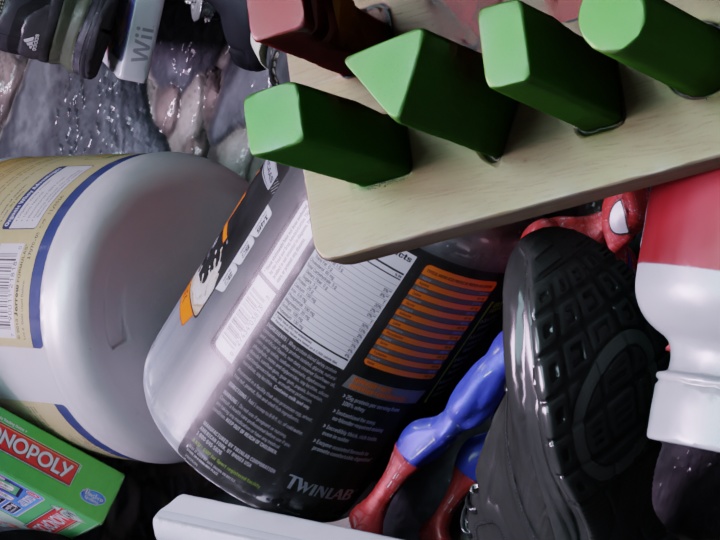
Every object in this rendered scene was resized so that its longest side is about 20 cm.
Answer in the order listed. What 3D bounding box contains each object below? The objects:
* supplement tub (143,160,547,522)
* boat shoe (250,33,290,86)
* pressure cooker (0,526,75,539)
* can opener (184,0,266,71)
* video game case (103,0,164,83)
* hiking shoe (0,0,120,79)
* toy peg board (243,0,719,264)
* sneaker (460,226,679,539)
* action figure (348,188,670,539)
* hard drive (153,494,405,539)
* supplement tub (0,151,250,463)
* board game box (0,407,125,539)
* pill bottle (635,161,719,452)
[{"bbox_3d":[0.000,0.000,1.288,0.201,0.122,0.123,-57,43,25],"label":"supplement tub"},{"bbox_3d":[0.022,-0.136,1.336,0.199,0.074,0.066,-44,54,33],"label":"boat shoe"},{"bbox_3d":[-0.208,0.211,1.461,0.199,0.178,0.177,0,65,52],"label":"pressure cooker"},{"bbox_3d":[-0.056,-0.188,1.472,0.064,0.078,0.201,88,172,-59],"label":"can opener"},{"bbox_3d":[-0.107,-0.206,1.508,0.143,0.018,0.201,-136,57,-70],"label":"video game case"},{"bbox_3d":[-0.173,-0.182,1.508,0.201,0.100,0.076,-100,26,-49],"label":"hiking shoe"},{"bbox_3d":[0.041,-0.126,1.056,0.199,0.098,0.201,-14,77,26],"label":"toy peg board"},{"bbox_3d":[0.074,0.080,1.151,0.090,0.076,0.201,9,114,45],"label":"sneaker"},{"bbox_3d":[0.075,0.058,1.226,0.201,0.065,0.099,-61,34,23],"label":"action figure"},{"bbox_3d":[0.000,0.165,1.261,0.199,0.027,0.133,6,126,52],"label":"hard drive"},{"bbox_3d":[-0.138,0.016,1.440,0.199,0.144,0.146,2,82,52],"label":"supplement tub"},{"bbox_3d":[-0.201,0.095,1.459,0.029,0.134,0.200,-65,12,-19],"label":"board game box"},{"bbox_3d":[0.163,-0.029,1.095,0.112,0.112,0.202,7,86,52],"label":"pill bottle"}]
